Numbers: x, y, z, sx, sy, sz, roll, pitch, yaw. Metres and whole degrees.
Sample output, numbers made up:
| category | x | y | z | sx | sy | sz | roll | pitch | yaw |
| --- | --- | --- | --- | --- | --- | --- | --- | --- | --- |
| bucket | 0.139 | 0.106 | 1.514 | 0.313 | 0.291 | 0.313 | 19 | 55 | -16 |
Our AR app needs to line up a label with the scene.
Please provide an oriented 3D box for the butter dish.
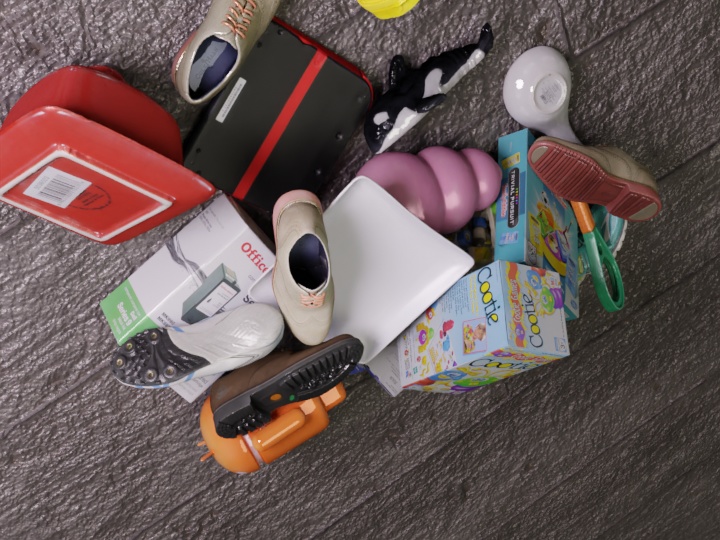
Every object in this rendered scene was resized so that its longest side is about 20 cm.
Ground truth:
| category | x | y | z | sx | sy | sz | roll | pitch | yaw |
| --- | --- | --- | --- | --- | --- | --- | --- | --- | --- |
| butter dish | -0.264 | -0.133 | 1.000 | 0.198 | 0.151 | 0.198 | -20 | 147 | 41 |

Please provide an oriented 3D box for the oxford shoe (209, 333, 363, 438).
| category | x | y | z | sx | sy | sz | roll | pitch | yaw |
| --- | --- | --- | --- | --- | --- | --- | --- | --- | --- |
| oxford shoe | -0.092 | 0.115 | 1.192 | 0.197 | 0.085 | 0.073 | -24 | 141 | 1 |

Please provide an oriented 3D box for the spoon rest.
| category | x | y | z | sx | sy | sz | roll | pitch | yaw |
| --- | --- | --- | --- | --- | --- | --- | --- | --- | --- |
| spoon rest | 0.254 | -0.202 | 1.319 | 0.099 | 0.061 | 0.201 | -41 | 119 | -1 |

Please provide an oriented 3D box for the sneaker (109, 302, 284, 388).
| category | x | y | z | sx | sy | sz | roll | pitch | yaw |
| --- | --- | --- | --- | --- | --- | --- | --- | --- | --- |
| sneaker | -0.180 | 0.090 | 1.131 | 0.196 | 0.073 | 0.073 | -15 | 158 | -12 |

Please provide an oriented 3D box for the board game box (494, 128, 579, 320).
| category | x | y | z | sx | sy | sz | roll | pitch | yaw |
| --- | --- | --- | --- | --- | --- | --- | --- | --- | --- |
| board game box | 0.230 | -0.056 | 1.307 | 0.046 | 0.203 | 0.151 | -15 | 143 | 32 |

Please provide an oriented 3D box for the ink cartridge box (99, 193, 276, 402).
| category | x | y | z | sx | sy | sz | roll | pitch | yaw |
| --- | --- | --- | --- | --- | --- | --- | --- | --- | --- |
| ink cartridge box | -0.180 | 0.033 | 1.190 | 0.200 | 0.084 | 0.146 | -42 | 132 | 0 |

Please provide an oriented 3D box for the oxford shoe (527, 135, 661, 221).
| category | x | y | z | sx | sy | sz | roll | pitch | yaw |
| --- | --- | --- | --- | --- | --- | --- | --- | --- | --- |
| oxford shoe | 0.298 | -0.131 | 1.301 | 0.197 | 0.076 | 0.070 | 24 | 141 | -21 |

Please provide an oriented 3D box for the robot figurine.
| category | x | y | z | sx | sy | sz | roll | pitch | yaw |
| --- | --- | --- | --- | --- | --- | --- | --- | --- | --- |
| robot figurine | -0.118 | 0.178 | 1.277 | 0.198 | 0.144 | 0.117 | -30 | 144 | -9 |

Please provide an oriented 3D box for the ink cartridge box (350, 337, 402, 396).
| category | x | y | z | sx | sy | sz | roll | pitch | yaw |
| --- | --- | --- | --- | --- | --- | --- | --- | --- | --- |
| ink cartridge box | 0.050 | 0.074 | 1.360 | 0.199 | 0.076 | 0.137 | -41 | 131 | -1 |

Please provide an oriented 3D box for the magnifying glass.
| category | x | y | z | sx | sy | sz | roll | pitch | yaw |
| --- | --- | --- | --- | --- | --- | --- | --- | --- | --- |
| magnifying glass | 0.319 | -0.037 | 1.376 | 0.022 | 0.080 | 0.202 | -16 | 108 | 31 |

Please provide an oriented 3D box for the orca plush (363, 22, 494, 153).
| category | x | y | z | sx | sy | sz | roll | pitch | yaw |
| --- | --- | --- | --- | --- | --- | --- | --- | --- | --- |
| orca plush | 0.069 | -0.226 | 1.175 | 0.199 | 0.105 | 0.071 | -40 | 103 | 1 |

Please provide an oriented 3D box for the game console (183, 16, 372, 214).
| category | x | y | z | sx | sy | sz | roll | pitch | yaw |
| --- | --- | --- | --- | --- | --- | --- | --- | --- | --- |
| game console | -0.093 | -0.167 | 1.151 | 0.175 | 0.031 | 0.202 | 24 | 105 | -33 |

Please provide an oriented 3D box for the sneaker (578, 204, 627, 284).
| category | x | y | z | sx | sy | sz | roll | pitch | yaw |
| --- | --- | --- | --- | --- | --- | --- | --- | --- | --- |
| sneaker | 0.299 | -0.024 | 1.434 | 0.200 | 0.078 | 0.079 | -48 | 142 | 5 |

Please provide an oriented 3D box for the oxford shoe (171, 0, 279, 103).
| category | x | y | z | sx | sy | sz | roll | pitch | yaw |
| --- | --- | --- | --- | --- | --- | --- | --- | --- | --- |
| oxford shoe | -0.122 | -0.254 | 1.023 | 0.070 | 0.074 | 0.202 | 24 | 105 | -23 |

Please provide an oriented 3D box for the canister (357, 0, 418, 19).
| category | x | y | z | sx | sy | sz | roll | pitch | yaw |
| --- | --- | --- | --- | --- | --- | --- | --- | --- | --- |
| canister | -0.010 | -0.369 | 0.997 | 0.199 | 0.086 | 0.151 | 31 | 74 | -38 |

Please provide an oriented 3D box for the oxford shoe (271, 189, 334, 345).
| category | x | y | z | sx | sy | sz | roll | pitch | yaw |
| --- | --- | --- | --- | --- | --- | --- | --- | --- | --- |
| oxford shoe | -0.062 | 0.015 | 1.098 | 0.069 | 0.074 | 0.202 | -12 | 130 | -5 |

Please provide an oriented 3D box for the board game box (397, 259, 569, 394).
| category | x | y | z | sx | sy | sz | roll | pitch | yaw |
| --- | --- | --- | --- | --- | --- | --- | --- | --- | --- |
| board game box | 0.143 | 0.074 | 1.228 | 0.102 | 0.107 | 0.199 | 10 | 156 | -34 |

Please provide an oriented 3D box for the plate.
| category | x | y | z | sx | sy | sz | roll | pitch | yaw |
| --- | --- | --- | --- | --- | --- | --- | --- | --- | --- |
| plate | 0.000 | 0.000 | 1.171 | 0.198 | 0.033 | 0.200 | 33 | 113 | -33 |

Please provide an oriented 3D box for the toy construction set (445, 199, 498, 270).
| category | x | y | z | sx | sy | sz | roll | pitch | yaw |
| --- | --- | --- | --- | --- | --- | --- | --- | --- | --- |
| toy construction set | 0.187 | -0.025 | 1.346 | 0.091 | 0.133 | 0.200 | -7 | 149 | 25 |

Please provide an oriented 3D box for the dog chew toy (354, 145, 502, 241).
| category | x | y | z | sx | sy | sz | roll | pitch | yaw |
| --- | --- | --- | --- | --- | --- | --- | --- | --- | --- |
| dog chew toy | 0.087 | -0.096 | 1.240 | 0.197 | 0.125 | 0.126 | -19 | 129 | -23 |
